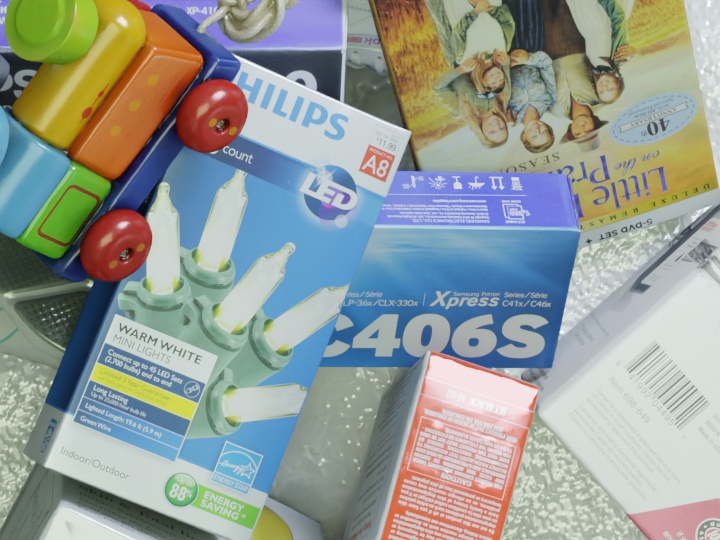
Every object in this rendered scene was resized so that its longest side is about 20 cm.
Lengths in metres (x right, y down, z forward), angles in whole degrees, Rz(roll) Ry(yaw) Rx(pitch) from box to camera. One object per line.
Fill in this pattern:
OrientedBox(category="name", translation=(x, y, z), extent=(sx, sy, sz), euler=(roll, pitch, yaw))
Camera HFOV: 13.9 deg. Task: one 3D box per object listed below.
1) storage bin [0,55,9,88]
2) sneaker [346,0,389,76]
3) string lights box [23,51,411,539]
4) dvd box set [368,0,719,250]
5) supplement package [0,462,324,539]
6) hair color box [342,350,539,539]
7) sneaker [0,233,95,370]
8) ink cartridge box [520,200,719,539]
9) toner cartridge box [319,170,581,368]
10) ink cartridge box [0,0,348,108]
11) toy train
OrientedBox(category="storage bin", translation=(-0.256, -0.072, 1.291), extent=(0.134, 0.146, 0.200), euler=(40, 96, 1))
OrientedBox(category="sneaker", translation=(0.005, -0.121, 1.429), extent=(0.199, 0.075, 0.100), euler=(-15, 101, -2))
OrientedBox(category="string lights box", translation=(-0.065, 0.011, 1.334), extent=(0.102, 0.059, 0.201), euler=(22, 87, -15))
OrientedBox(category="dvd box set", translation=(0.088, -0.092, 1.418), extent=(0.146, 0.029, 0.200), euler=(-17, 130, -1))
OrientedBox(category="supplement package", translation=(-0.109, 0.179, 1.411), extent=(0.151, 0.200, 0.151), euler=(27, 97, -9))
OrientedBox(category="hair color box", translation=(0.023, 0.151, 1.427), extent=(0.064, 0.111, 0.201), euler=(19, 73, -7))
OrientedBox(category="sneaker", translation=(-0.175, 0.005, 1.395), extent=(0.200, 0.080, 0.071), euler=(23, 59, 3))
OrientedBox(category="ink cartridge box", translation=(0.201, 0.046, 1.474), extent=(0.200, 0.085, 0.146), euler=(-41, 101, 5))
OrientedBox(category="toner cartridge box", translation=(0.000, 0.000, 1.425), extent=(0.199, 0.043, 0.095), euler=(0, 132, -8))
OrientedBox(category="ink cartridge box", translation=(-0.105, -0.082, 1.395), extent=(0.197, 0.043, 0.200), euler=(-1, 132, -4))
OrientedBox(category="toy train", translation=(-0.103, -0.098, 1.252), extent=(0.200, 0.085, 0.116), euler=(-53, 145, 8))
